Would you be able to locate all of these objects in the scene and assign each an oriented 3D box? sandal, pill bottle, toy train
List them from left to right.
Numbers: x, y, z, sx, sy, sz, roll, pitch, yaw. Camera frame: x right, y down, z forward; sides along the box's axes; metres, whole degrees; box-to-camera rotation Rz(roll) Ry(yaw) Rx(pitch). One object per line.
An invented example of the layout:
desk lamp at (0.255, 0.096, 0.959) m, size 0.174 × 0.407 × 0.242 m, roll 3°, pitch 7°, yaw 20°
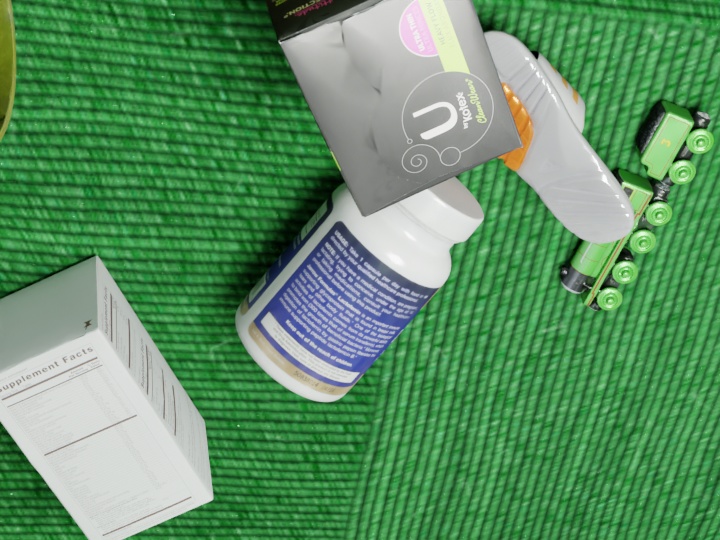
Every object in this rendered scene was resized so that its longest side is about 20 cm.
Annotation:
pill bottle at (0.000, 0.000, 1.129) m, size 0.116 × 0.116 × 0.200 m, roll 31°, pitch 112°, yaw -26°
sandal at (0.148, -0.110, 1.123) m, size 0.079 × 0.059 × 0.207 m, roll -24°, pitch 116°, yaw 34°
toy train at (0.230, -0.052, 1.190) m, size 0.056 × 0.042 × 0.200 m, roll 20°, pitch 116°, yaw -11°

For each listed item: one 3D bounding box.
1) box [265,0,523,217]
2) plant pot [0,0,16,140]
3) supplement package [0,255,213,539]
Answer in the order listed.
box at (0.013, -0.162, 0.979) m, size 0.124 × 0.200 × 0.149 m, roll -24°, pitch 123°, yaw 4°
plant pot at (-0.354, -0.166, 0.925) m, size 0.193 × 0.200 × 0.201 m, roll -5°, pitch 124°, yaw 7°
supplement package at (-0.216, 0.109, 1.158) m, size 0.114 × 0.110 × 0.200 m, roll -23°, pitch 124°, yaw 4°
